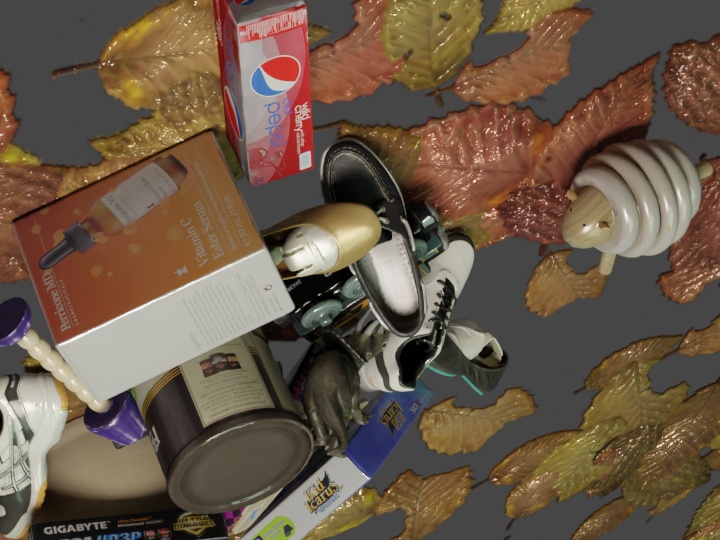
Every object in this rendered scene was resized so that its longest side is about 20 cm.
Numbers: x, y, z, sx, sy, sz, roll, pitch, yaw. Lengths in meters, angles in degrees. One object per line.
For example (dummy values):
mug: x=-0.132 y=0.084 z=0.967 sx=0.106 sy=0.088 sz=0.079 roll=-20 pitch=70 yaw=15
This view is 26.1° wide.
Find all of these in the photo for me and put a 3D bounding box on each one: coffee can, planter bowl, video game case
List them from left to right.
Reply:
planter bowl: x=-0.263 y=0.261 z=1.689 sx=0.200 sy=0.135 sz=0.200 roll=-18 pitch=143 yaw=-14
coffee can: x=-0.148 y=0.115 z=1.522 sx=0.146 sy=0.200 sz=0.146 roll=-18 pitch=144 yaw=-14
video game case: x=-0.102 y=0.185 z=1.684 sx=0.036 sy=0.181 sz=0.200 roll=33 pitch=122 yaw=-4
video game case: x=-0.024 y=0.207 z=1.637 sx=0.181 sy=0.045 sz=0.200 roll=-43 pitch=-179 yaw=30

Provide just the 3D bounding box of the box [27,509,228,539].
box: x=-0.246 y=0.319 z=1.612 sx=0.200 sy=0.046 sz=0.159 roll=-3 pitch=134 yaw=-19

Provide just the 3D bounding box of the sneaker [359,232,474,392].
sneaker: x=0.072 y=0.048 z=1.629 sx=0.074 sy=0.080 sz=0.200 roll=41 pitch=72 yaw=-32

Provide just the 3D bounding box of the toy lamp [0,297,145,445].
toy lamp: x=-0.280 y=0.105 z=1.504 sx=0.058 sy=0.058 sz=0.200 roll=-34 pitch=131 yaw=9

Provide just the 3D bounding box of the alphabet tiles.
alphabet tiles: x=-0.068 y=0.230 z=1.807 sx=0.196 sy=0.015 sz=0.200 roll=-53 pitch=162 yaw=21

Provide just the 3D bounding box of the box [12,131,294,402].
box: x=-0.185 y=-0.004 z=1.389 sx=0.200 sy=0.152 sz=0.106 roll=-26 pitch=146 yaw=-4

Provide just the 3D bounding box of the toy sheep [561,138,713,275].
toy sheep: x=0.294 y=-0.076 z=1.646 sx=0.200 sy=0.138 sz=0.138 roll=-27 pitch=148 yaw=-28

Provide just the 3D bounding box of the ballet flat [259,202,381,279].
ballet flat: x=-0.070 y=-0.012 z=1.461 sx=0.200 sy=0.063 sz=0.069 roll=-16 pitch=113 yaw=34

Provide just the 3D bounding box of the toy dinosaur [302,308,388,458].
toy dinosaur: x=-0.030 y=0.118 z=1.513 sx=0.077 sy=0.200 sz=0.102 roll=-1 pitch=110 yaw=18

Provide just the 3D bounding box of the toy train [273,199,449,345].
toy train: x=0.000 y=0.000 z=1.588 sx=0.200 sy=0.085 sz=0.114 roll=-35 pitch=157 yaw=7

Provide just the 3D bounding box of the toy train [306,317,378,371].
toy train: x=0.024 y=0.063 z=1.673 sx=0.200 sy=0.034 sz=0.046 roll=-28 pitch=161 yaw=-33

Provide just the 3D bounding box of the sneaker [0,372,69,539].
sneaker: x=-0.360 y=0.184 z=1.580 sx=0.088 sy=0.076 sz=0.200 roll=7 pitch=117 yaw=-23

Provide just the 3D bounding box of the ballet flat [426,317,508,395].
ballet flat: x=0.118 y=0.090 z=1.796 sx=0.068 sy=0.068 sz=0.200 roll=-46 pitch=153 yaw=8

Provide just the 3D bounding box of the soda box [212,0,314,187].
soda box: x=-0.082 y=-0.167 z=1.323 sx=0.063 sy=0.070 sz=0.200 roll=-17 pitch=144 yaw=-14

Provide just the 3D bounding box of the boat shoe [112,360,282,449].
boat shoe: x=-0.174 y=0.145 z=1.641 sx=0.200 sy=0.066 sz=0.070 roll=-12 pitch=169 yaw=-20

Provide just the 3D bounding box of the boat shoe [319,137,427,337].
boat shoe: x=0.014 y=-0.029 z=1.484 sx=0.074 sy=0.060 sz=0.200 roll=-17 pitch=105 yaw=2
